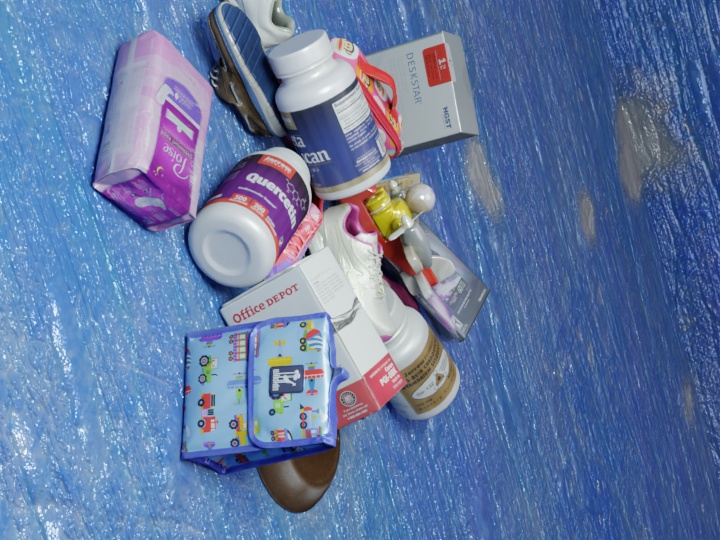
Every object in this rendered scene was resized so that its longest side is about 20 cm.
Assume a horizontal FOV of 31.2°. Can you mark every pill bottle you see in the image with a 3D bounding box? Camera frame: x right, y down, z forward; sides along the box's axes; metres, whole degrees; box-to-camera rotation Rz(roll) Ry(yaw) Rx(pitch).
[{"bbox_3d":[-0.130,-0.074,1.604,0.113,0.111,0.201,64,30,-24],"label":"pill bottle"},{"bbox_3d":[0.057,0.118,1.885,0.201,0.113,0.115,54,35,-38],"label":"pill bottle"},{"bbox_3d":[-0.045,-0.203,1.672,0.202,0.110,0.111,66,29,-23],"label":"pill bottle"}]

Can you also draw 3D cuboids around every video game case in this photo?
[{"bbox_3d":[0.112,0.002,2.020,0.200,0.019,0.143,46,37,-8],"label":"video game case"}]

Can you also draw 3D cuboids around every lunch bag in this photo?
[{"bbox_3d":[-0.099,0.139,1.476,0.094,0.198,0.153,33,50,-54],"label":"lunch bag"},{"bbox_3d":[-0.027,-0.228,1.799,0.200,0.174,0.083,50,35,-40],"label":"lunch bag"}]

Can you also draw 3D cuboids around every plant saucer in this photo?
[{"bbox_3d":[-0.076,0.211,1.674,0.200,0.036,0.203,38,46,-52],"label":"plant saucer"}]

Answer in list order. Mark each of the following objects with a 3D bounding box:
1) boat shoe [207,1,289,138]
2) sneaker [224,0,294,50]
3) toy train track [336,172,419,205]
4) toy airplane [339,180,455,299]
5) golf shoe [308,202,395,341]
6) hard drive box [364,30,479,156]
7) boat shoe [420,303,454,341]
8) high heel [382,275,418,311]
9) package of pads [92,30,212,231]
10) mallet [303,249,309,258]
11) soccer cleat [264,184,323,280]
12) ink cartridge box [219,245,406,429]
[{"bbox_3d":[-0.156,-0.252,1.670,0.201,0.072,0.073,64,31,-31],"label":"boat shoe"},{"bbox_3d":[-0.146,-0.390,1.721,0.201,0.098,0.078,62,31,-28],"label":"sneaker"},{"bbox_3d":[0.022,-0.127,1.988,0.199,0.032,0.116,-17,111,-49],"label":"toy train track"},{"bbox_3d":[0.066,-0.058,1.869,0.200,0.142,0.198,47,14,30],"label":"toy airplane"},{"bbox_3d":[0.000,0.000,1.759,0.201,0.091,0.075,58,21,5],"label":"golf shoe"},{"bbox_3d":[0.067,-0.261,1.971,0.077,0.198,0.158,-4,81,-63],"label":"hard drive box"},{"bbox_3d":[0.108,0.023,2.078,0.070,0.070,0.201,-19,72,-37],"label":"boat shoe"},{"bbox_3d":[0.024,0.026,1.942,0.200,0.067,0.097,49,16,-43],"label":"high heel"},{"bbox_3d":[-0.235,-0.160,1.477,0.120,0.075,0.202,41,44,-46],"label":"package of pads"},{"bbox_3d":[-0.059,0.048,1.780,0.202,0.041,0.066,69,25,-9],"label":"mallet"},{"bbox_3d":[-0.089,-0.053,1.717,0.068,0.072,0.202,54,35,-38],"label":"soccer cleat"},{"bbox_3d":[-0.059,0.093,1.584,0.202,0.146,0.083,61,34,-4],"label":"ink cartridge box"}]
